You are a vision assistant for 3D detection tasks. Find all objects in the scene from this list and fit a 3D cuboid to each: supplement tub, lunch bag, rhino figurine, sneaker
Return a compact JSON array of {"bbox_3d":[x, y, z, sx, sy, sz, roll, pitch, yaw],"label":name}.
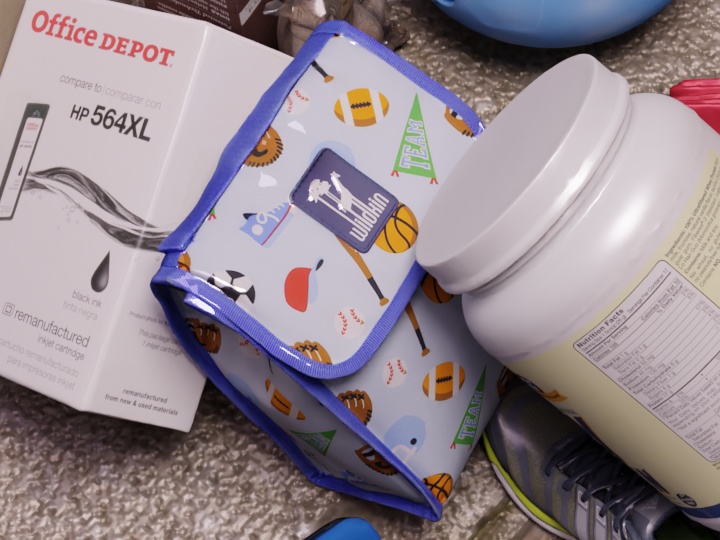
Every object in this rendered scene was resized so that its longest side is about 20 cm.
[{"bbox_3d":[0.139,0.010,0.924,0.200,0.145,0.145,39,70,-14],"label":"supplement tub"},{"bbox_3d":[0.000,0.000,1.002,0.124,0.200,0.170,7,57,47],"label":"lunch bag"},{"bbox_3d":[-0.014,-0.132,1.077,0.060,0.200,0.088,24,78,9],"label":"rhino figurine"},{"bbox_3d":[0.141,0.119,1.017,0.074,0.081,0.200,-43,71,-15],"label":"sneaker"}]

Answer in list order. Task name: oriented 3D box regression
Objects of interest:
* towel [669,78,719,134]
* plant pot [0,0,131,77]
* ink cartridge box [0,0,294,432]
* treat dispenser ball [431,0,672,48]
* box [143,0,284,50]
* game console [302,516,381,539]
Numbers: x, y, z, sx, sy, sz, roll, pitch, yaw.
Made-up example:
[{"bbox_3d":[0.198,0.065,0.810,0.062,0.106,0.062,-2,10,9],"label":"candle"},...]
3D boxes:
[{"bbox_3d":[0.226,-0.001,1.003,0.144,0.201,0.023,0,24,14],"label":"towel"},{"bbox_3d":[-0.263,-0.143,1.102,0.199,0.177,0.201,16,67,9],"label":"plant pot"},{"bbox_3d":[-0.131,-0.036,1.036,0.146,0.084,0.201,17,89,40],"label":"ink cartridge box"},{"bbox_3d":[0.107,-0.225,1.109,0.200,0.201,0.202,-1,66,2],"label":"treat dispenser ball"},{"bbox_3d":[-0.069,-0.177,1.094,0.075,0.200,0.100,27,70,13],"label":"box"},{"bbox_3d":[-0.052,0.240,0.955,0.170,0.118,0.201,-30,104,-38],"label":"game console"}]
